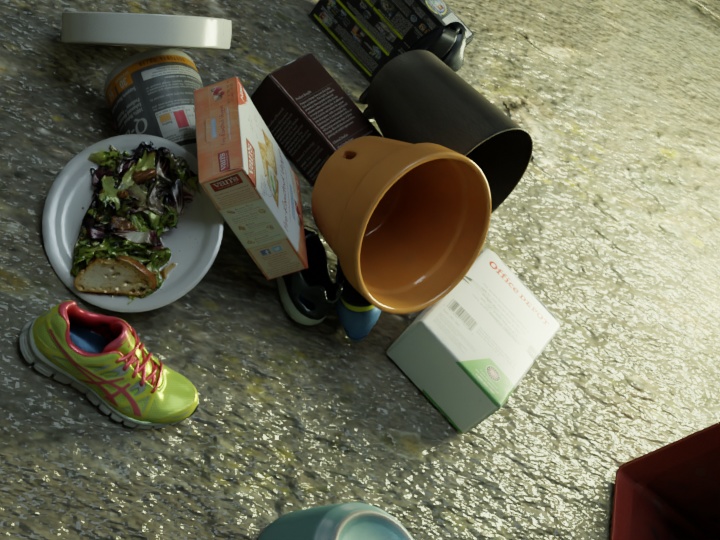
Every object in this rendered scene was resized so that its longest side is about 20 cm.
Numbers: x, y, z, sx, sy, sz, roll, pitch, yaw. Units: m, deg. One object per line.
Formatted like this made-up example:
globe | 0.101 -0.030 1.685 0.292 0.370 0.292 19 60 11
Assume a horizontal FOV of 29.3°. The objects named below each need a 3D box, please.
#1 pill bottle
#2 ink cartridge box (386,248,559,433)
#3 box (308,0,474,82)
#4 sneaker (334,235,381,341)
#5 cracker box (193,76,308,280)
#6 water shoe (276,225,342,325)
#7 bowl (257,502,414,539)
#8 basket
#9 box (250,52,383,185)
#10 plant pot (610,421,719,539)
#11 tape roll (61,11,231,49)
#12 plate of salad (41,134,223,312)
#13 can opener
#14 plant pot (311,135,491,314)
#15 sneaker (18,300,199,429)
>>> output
pill bottle | -0.219 -0.148 1.607 0.116 0.116 0.202 -2 61 -40
ink cartridge box | 0.147 0.086 1.748 0.146 0.084 0.200 47 41 0
box | 0.041 -0.346 1.941 0.200 0.160 0.044 47 43 2
sneaker | 0.000 0.000 1.716 0.065 0.079 0.201 5 46 1
cracker box | -0.121 -0.101 1.550 0.200 0.057 0.135 58 20 -52
water shoe | -0.077 -0.034 1.663 0.071 0.079 0.201 -9 65 -43
bowl | -0.008 0.321 1.426 0.199 0.105 0.202 21 47 -24
basket | 0.101 -0.176 1.764 0.135 0.181 0.201 5 40 -44
box | -0.046 -0.178 1.806 0.201 0.075 0.100 51 42 3
plant pot | 0.446 0.339 1.729 0.176 0.199 0.201 40 41 -23
tape roll | -0.255 -0.285 1.640 0.201 0.202 0.037 -4 101 -41
plate of salad | -0.248 -0.055 1.495 0.198 0.048 0.202 0 76 -1
can opener | 0.068 -0.275 1.879 0.078 0.199 0.064 25 50 -32
plant pot | 0.036 -0.069 1.616 0.199 0.202 0.140 -1 25 -39
sneaker | -0.247 0.095 1.416 0.199 0.090 0.079 28 43 -22
